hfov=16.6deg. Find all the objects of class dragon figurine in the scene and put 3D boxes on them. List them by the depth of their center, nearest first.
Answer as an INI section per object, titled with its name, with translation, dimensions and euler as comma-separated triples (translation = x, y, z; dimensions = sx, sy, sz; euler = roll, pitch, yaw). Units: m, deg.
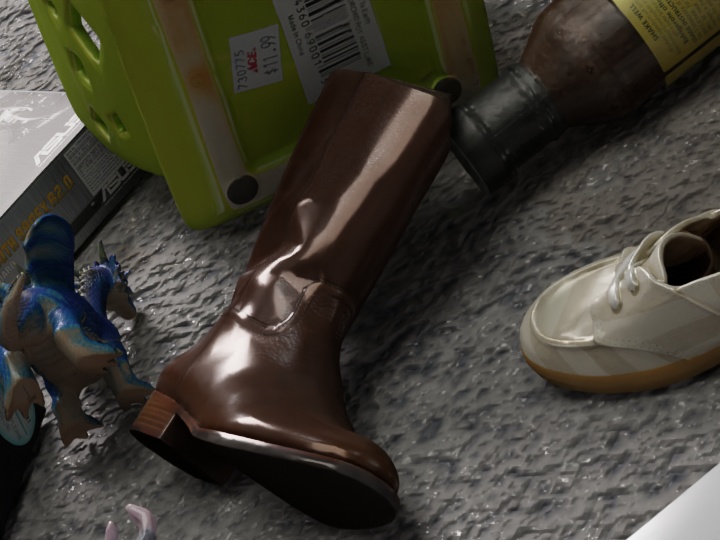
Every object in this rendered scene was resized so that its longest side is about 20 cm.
[dragon figurine]
translation = -0.145, 0.015, 1.102
dimensions = 0.059, 0.200, 0.100
euler = -32, 68, 7

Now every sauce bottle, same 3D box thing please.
[sauce bottle]
translation = 0.122, -0.111, 1.090
dimensions = 0.200, 0.065, 0.065
euler = -37, 30, -2

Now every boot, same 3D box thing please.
[boot]
translation = 0.000, 0.000, 1.017
dimensions = 0.186, 0.064, 0.201
euler = 12, 66, 54

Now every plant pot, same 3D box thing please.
[plant pot]
translation = -0.050, -0.150, 1.164
dimensions = 0.198, 0.201, 0.182
euler = -25, 37, -10

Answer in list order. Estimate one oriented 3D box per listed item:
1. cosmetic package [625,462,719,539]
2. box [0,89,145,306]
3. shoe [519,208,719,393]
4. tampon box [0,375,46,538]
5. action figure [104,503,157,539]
[cosmetic package]
translation = 0.134, 0.118, 0.671
dimensions = 0.200, 0.151, 0.052
euler = -38, 30, -7
[box]
translation = -0.223, -0.014, 1.306
dimensions = 0.158, 0.048, 0.200
euler = 8, 50, 49
[shoe]
translation = 0.144, -0.005, 0.931
dimensions = 0.199, 0.053, 0.070
euler = -16, 35, 28
[tampon box]
translation = -0.247, 0.093, 1.077
dimensions = 0.126, 0.150, 0.201
euler = -21, 32, 24
[action figure]
translation = -0.085, 0.167, 0.828
dimensions = 0.149, 0.200, 0.134
euler = 43, 87, 17
